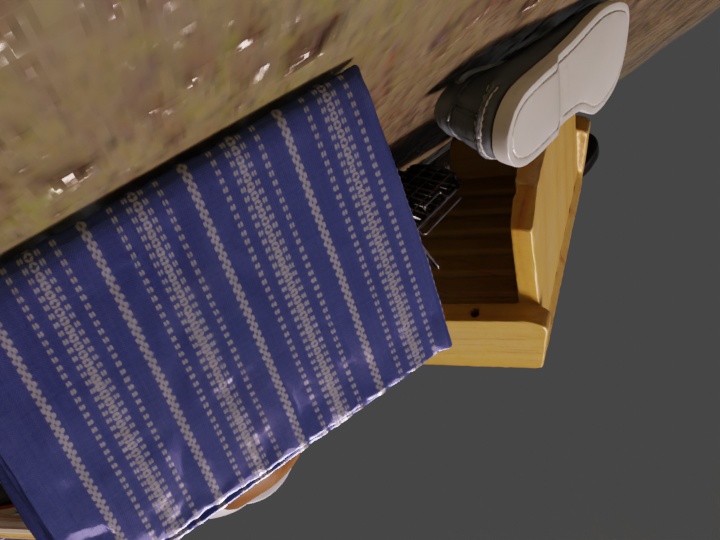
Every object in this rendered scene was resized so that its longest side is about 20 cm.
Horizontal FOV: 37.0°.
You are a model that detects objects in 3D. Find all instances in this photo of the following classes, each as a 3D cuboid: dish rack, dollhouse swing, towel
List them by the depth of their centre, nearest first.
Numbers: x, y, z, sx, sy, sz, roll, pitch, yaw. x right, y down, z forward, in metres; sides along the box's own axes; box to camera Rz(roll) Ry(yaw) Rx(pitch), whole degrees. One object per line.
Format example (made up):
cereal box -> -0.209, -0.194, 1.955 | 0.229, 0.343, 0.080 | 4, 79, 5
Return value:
towel -> -0.061, 0.026, 0.438 | 0.199, 0.146, 0.024 | -32, -147, -17
dish rack -> 0.000, 0.000, 0.831 | 0.200, 0.055, 0.153 | -45, -159, -6
dollhouse swing -> 0.091, -0.056, 0.843 | 0.179, 0.176, 0.202 | -1, -125, 30

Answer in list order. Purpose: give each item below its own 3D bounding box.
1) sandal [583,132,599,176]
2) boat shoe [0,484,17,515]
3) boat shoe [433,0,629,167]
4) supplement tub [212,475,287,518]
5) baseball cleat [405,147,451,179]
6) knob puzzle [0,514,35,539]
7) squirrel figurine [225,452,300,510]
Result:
sandal -> 0.133, -0.055, 0.975 | 0.200, 0.075, 0.048 | -39, 134, -2
boat shoe -> -0.245, 0.133, 0.804 | 0.070, 0.064, 0.200 | -2, -174, 3
boat shoe -> 0.117, -0.129, 0.693 | 0.061, 0.074, 0.200 | 18, -142, 29
supplement tub -> -0.163, 0.145, 0.954 | 0.198, 0.147, 0.144 | -14, -168, 45
baseball cleat -> 0.093, -0.085, 1.053 | 0.106, 0.070, 0.200 | -32, 177, -40
knob puzzle -> -0.305, 0.204, 0.748 | 0.216, 0.031, 0.220 | -5, 156, -2
squirrel figurine -> -0.061, 0.035, 0.526 | 0.186, 0.142, 0.200 | -40, 177, 30
